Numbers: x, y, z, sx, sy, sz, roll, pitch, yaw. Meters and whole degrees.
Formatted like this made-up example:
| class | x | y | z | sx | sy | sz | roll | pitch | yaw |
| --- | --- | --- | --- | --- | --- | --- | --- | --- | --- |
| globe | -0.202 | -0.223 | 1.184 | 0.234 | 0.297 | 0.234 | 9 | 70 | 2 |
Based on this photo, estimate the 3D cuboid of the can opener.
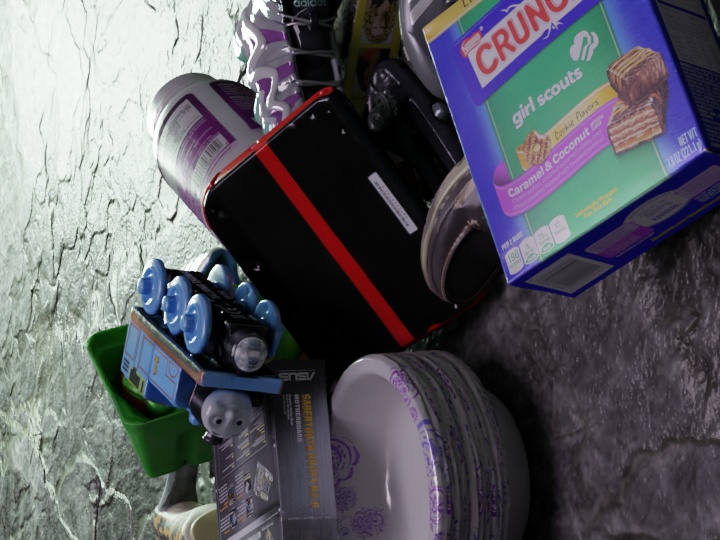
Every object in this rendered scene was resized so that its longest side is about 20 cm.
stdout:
| class | x | y | z | sx | sy | sz | roll | pitch | yaw |
| --- | --- | --- | --- | --- | --- | --- | --- | --- | --- |
| can opener | 0.065 | -0.083 | 1.523 | 0.201 | 0.078 | 0.064 | 56 | 137 | 31 |

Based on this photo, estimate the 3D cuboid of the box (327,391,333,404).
| class | x | y | z | sx | sy | sz | roll | pitch | yaw |
| --- | --- | --- | --- | --- | --- | --- | --- | --- | --- |
| box | -0.037 | 0.225 | 1.734 | 0.141 | 0.078 | 0.201 | -48 | 50 | 49 |

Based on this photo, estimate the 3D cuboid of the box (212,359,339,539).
| class | x | y | z | sx | sy | sz | roll | pitch | yaw |
| --- | --- | --- | --- | --- | --- | --- | --- | --- | --- |
| box | -0.072 | 0.172 | 1.627 | 0.200 | 0.048 | 0.160 | 135 | 131 | -65 |

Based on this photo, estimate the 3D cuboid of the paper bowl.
| class | x | y | z | sx | sy | sz | roll | pitch | yaw |
| --- | --- | --- | --- | --- | --- | --- | --- | --- | --- |
| paper bowl | 0.055 | 0.161 | 1.518 | 0.200 | 0.104 | 0.203 | 11 | 102 | 62 |

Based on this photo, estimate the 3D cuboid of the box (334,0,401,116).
| class | x | y | z | sx | sy | sz | roll | pitch | yaw |
| --- | --- | --- | --- | --- | --- | --- | --- | --- | --- |
| box | -0.009 | -0.160 | 1.677 | 0.075 | 0.050 | 0.202 | 45 | 131 | 54 |

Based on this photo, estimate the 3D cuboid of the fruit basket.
| class | x | y | z | sx | sy | sz | roll | pitch | yaw |
| --- | --- | --- | --- | --- | --- | --- | --- | --- | --- |
| fruit basket | -0.131 | 0.070 | 1.768 | 0.156 | 0.214 | 0.217 | 55 | 139 | 46 |

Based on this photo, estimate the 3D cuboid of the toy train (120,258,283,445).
| class | x | y | z | sx | sy | sz | roll | pitch | yaw |
| --- | --- | --- | --- | --- | --- | --- | --- | --- | --- |
| toy train | -0.124 | 0.062 | 1.577 | 0.200 | 0.086 | 0.115 | 33 | 114 | 61 |

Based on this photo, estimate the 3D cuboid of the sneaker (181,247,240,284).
| class | x | y | z | sx | sy | sz | roll | pitch | yaw |
| --- | --- | --- | --- | --- | --- | --- | --- | --- | --- |
| sneaker | -0.140 | 0.074 | 1.929 | 0.088 | 0.075 | 0.202 | -43 | 55 | 56 |

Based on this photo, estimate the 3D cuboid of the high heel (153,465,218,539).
| class | x | y | z | sx | sy | sz | roll | pitch | yaw |
| --- | --- | --- | --- | --- | --- | --- | --- | --- | --- |
| high heel | -0.157 | 0.286 | 1.998 | 0.201 | 0.071 | 0.143 | -117 | 29 | -43 |

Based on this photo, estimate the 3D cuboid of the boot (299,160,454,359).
| class | x | y | z | sx | sy | sz | roll | pitch | yaw |
| --- | --- | --- | --- | --- | --- | --- | --- | --- | --- |
| boot | 0.000 | 0.000 | 1.645 | 0.201 | 0.070 | 0.145 | -30 | 71 | 48 |

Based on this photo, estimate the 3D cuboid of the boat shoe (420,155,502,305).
| class | x | y | z | sx | sy | sz | roll | pitch | yaw |
| --- | --- | --- | --- | --- | --- | --- | --- | --- | --- |
| boat shoe | 0.107 | -0.053 | 1.407 | 0.073 | 0.074 | 0.201 | 49 | 124 | 40 |

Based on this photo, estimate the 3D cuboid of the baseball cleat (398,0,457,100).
| class | x | y | z | sx | sy | sz | roll | pitch | yaw |
| --- | --- | --- | --- | --- | --- | --- | --- | --- | --- |
| baseball cleat | 0.072 | -0.232 | 1.488 | 0.106 | 0.069 | 0.202 | -10 | 84 | 63 |

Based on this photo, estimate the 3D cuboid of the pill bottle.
| class | x | y | z | sx | sy | sz | roll | pitch | yaw |
| --- | --- | --- | --- | --- | --- | --- | --- | --- | --- |
| pill bottle | -0.111 | -0.097 | 1.709 | 0.200 | 0.111 | 0.113 | 46 | 132 | 54 |

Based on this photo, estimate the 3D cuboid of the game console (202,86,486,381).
| class | x | y | z | sx | sy | sz | roll | pitch | yaw |
| --- | --- | --- | --- | --- | --- | --- | --- | --- | --- |
| game console | -0.018 | -0.022 | 1.553 | 0.176 | 0.031 | 0.201 | -35 | 95 | 35 |

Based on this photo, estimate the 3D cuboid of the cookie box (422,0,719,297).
| class | x | y | z | sx | sy | sz | roll | pitch | yaw |
| --- | --- | --- | --- | --- | --- | --- | --- | --- | --- |
| cookie box | 0.146 | -0.112 | 1.287 | 0.171 | 0.075 | 0.201 | -35 | 59 | 33 |

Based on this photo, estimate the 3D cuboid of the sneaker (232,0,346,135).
| class | x | y | z | sx | sy | sz | roll | pitch | yaw |
| --- | --- | --- | --- | --- | --- | --- | --- | --- | --- |
| sneaker | -0.044 | -0.189 | 1.604 | 0.201 | 0.077 | 0.141 | 60 | 142 | 40 |
